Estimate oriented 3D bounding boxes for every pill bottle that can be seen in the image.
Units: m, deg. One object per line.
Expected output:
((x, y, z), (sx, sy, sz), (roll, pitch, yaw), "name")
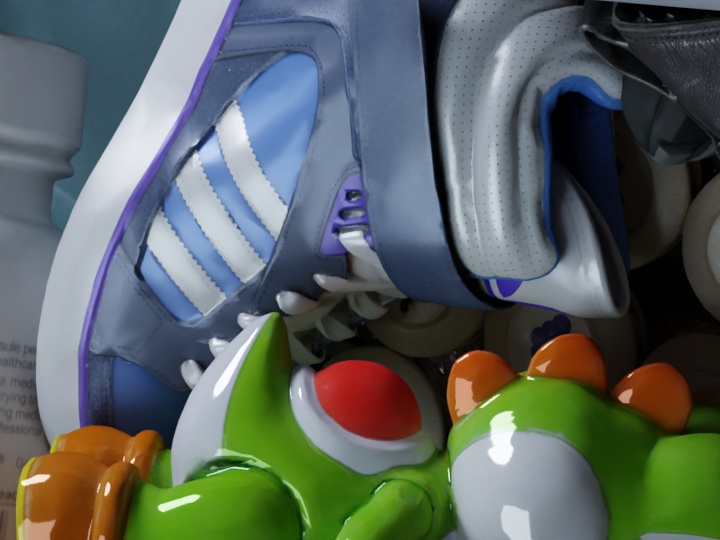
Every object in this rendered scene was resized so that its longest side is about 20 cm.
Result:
((-0.140, 0.028, 0.863), (0.114, 0.114, 0.201), (4, 85, 41), "pill bottle")

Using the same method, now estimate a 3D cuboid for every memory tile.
((0.078, 0.031, 0.804), (0.200, 0.017, 0.154), (26, 108, 26), "memory tile")

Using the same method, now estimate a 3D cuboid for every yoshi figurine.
((0.013, 0.085, 0.770), (0.199, 0.113, 0.112), (-4, 145, 6), "yoshi figurine")

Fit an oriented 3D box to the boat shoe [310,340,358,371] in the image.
((-0.071, 0.049, 0.968), (0.201, 0.063, 0.074), (12, 129, 39), "boat shoe")

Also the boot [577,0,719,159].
((0.165, -0.024, 0.641), (0.199, 0.069, 0.174), (-12, 129, 36), "boot")

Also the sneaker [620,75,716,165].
((0.103, -0.115, 0.695), (0.079, 0.075, 0.200), (45, 135, 29), "sneaker")

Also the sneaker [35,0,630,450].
((0.000, 0.000, 0.791), (0.146, 0.080, 0.201), (31, 107, 27), "sneaker")

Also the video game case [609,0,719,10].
((0.035, -0.166, 0.662), (0.181, 0.023, 0.201), (9, 90, 38), "video game case")

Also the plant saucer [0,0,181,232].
((-0.094, -0.072, 0.918), (0.199, 0.036, 0.201), (24, 133, 28), "plant saucer")
